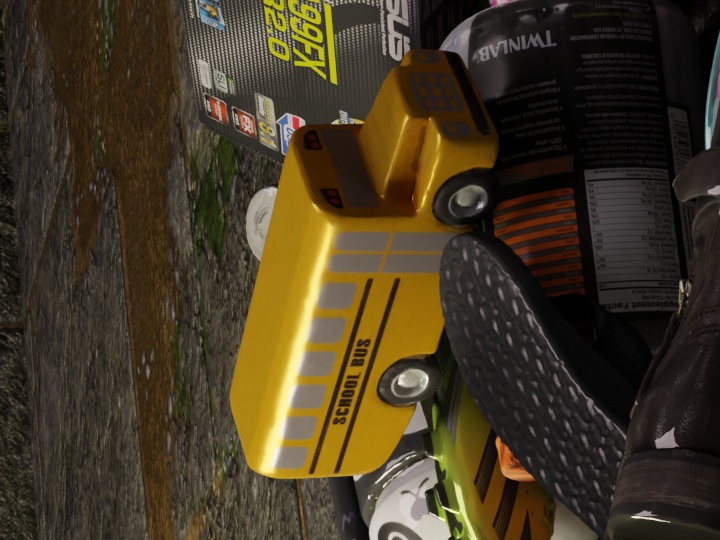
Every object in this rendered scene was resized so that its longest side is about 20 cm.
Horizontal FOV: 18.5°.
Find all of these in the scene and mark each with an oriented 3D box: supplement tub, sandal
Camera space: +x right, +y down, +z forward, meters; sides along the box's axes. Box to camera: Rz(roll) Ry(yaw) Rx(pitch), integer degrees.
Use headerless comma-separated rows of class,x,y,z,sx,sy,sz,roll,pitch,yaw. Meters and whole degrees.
supplement tub,0.100,-0.012,0.975,0.123,0.122,0.200,136,132,-68
sandal,0.097,0.058,0.863,0.200,0.048,0.075,50,142,36

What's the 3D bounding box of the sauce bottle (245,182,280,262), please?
sauce bottle,0.027,-0.035,1.087,0.066,0.200,0.066,9,103,43

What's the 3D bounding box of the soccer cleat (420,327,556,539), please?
soccer cleat,0.067,0.078,1.021,0.065,0.084,0.200,92,166,-63

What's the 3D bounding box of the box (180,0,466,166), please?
box,-0.020,-0.126,1.149,0.160,0.044,0.200,28,147,24

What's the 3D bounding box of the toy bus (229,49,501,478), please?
toy bus,0.000,0.000,0.959,0.065,0.078,0.200,-108,25,-44

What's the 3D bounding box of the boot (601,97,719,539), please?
boot,0.124,0.018,0.714,0.200,0.069,0.174,79,-156,-72

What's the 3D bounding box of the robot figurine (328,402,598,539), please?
robot figurine,0.052,0.077,1.130,0.150,0.125,0.200,99,163,-54

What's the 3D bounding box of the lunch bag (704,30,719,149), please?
lunch bag,0.181,-0.090,0.778,0.160,0.077,0.200,-123,36,-61

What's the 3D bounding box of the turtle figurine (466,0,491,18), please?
turtle figurine,0.020,-0.190,1.161,0.144,0.200,0.194,-49,53,9

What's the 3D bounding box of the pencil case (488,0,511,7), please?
pencil case,0.119,-0.158,0.984,0.200,0.087,0.088,142,127,-69
